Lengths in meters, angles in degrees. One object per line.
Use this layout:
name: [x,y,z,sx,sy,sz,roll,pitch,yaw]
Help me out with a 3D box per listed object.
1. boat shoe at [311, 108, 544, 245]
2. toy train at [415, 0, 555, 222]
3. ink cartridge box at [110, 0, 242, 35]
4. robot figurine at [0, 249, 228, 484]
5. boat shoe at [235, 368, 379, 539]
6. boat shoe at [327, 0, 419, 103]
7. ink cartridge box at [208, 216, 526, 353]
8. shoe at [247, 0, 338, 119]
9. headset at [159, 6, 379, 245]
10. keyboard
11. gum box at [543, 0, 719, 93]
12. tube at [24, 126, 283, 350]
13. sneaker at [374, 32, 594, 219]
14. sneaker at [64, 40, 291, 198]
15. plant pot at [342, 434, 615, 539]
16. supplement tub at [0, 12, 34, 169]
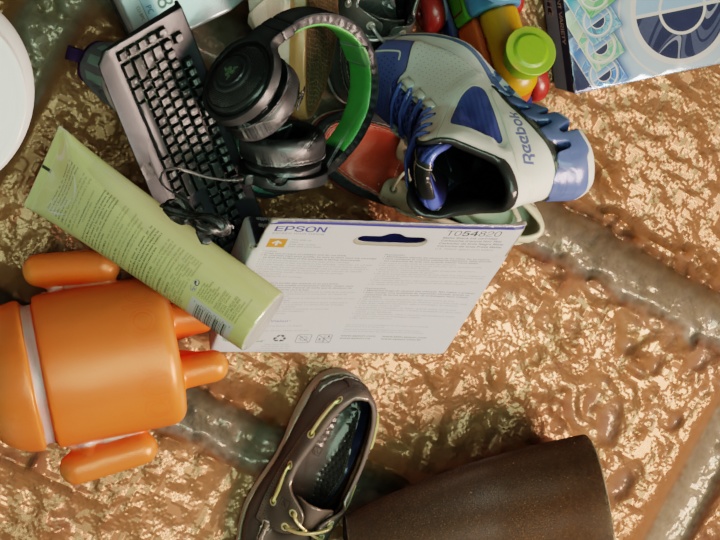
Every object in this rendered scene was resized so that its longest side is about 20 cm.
boat shoe: [0.052,-0.070,1.463,0.200,0.063,0.071,24,96,-19]
toy train: [0.115,-0.145,1.409,0.085,0.116,0.200,-14,83,-17]
ink cartridge box: [-0.109,-0.275,1.374,0.200,0.047,0.160,-27,109,-9]
robot figurine: [-0.201,0.067,1.381,0.200,0.117,0.144,-11,127,-8]
boat shoe: [-0.042,0.177,1.488,0.072,0.060,0.200,23,94,-21]
boat shoe: [0.018,-0.220,1.416,0.067,0.057,0.200,6,102,-32]
ink cartridge box: [0.000,0.000,1.405,0.199,0.200,0.041,2,60,-18]
shoe: [-0.053,-0.210,1.377,0.053,0.070,0.200,8,112,21]
headset: [-0.058,-0.098,1.314,0.200,0.094,0.124,-41,131,-21]
keyboard: [-0.106,-0.103,1.350,0.127,0.021,0.200,-38,131,-22]
gum box: [0.242,-0.244,1.494,0.200,0.045,0.170,-14,106,-15]
tube: [-0.148,-0.020,1.339,0.200,0.052,0.058,34,83,6]
sneaker: [0.060,-0.100,1.348,0.115,0.199,0.081,-23,136,-40]
sneaker: [-0.127,-0.121,1.399,0.200,0.087,0.074,33,86,-45]
plant pot: [0.089,0.231,1.494,0.200,0.187,0.187,-4,103,-3]
supplement tub: [-0.298,-0.126,1.265,0.144,0.200,0.145,-4,103,-17]
